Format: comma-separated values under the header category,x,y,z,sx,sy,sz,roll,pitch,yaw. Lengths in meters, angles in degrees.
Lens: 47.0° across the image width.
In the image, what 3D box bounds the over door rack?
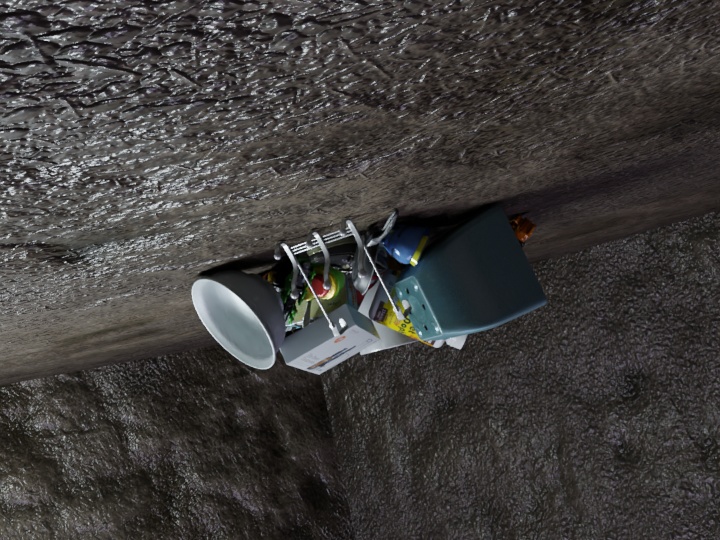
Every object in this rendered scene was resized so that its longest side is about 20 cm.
category,x,y,z,sx,sy,sz,roll,pitch,yaw
over door rack,-0.030,0.025,1.296,0.146,0.201,0.067,-16,-147,33

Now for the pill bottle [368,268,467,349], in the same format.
category,x,y,z,sx,sy,sz,roll,pitch,yaw
pill bottle,0.122,0.082,1.645,0.197,0.111,0.109,22,176,4

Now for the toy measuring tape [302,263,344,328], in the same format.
category,x,y,z,sx,sy,sz,roll,pitch,yaw
toy measuring tape,-0.068,0.049,1.528,0.072,0.203,0.074,6,-148,-4

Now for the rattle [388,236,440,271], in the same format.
category,x,y,z,sx,sy,sz,roll,pitch,yaw
rattle,0.138,-0.056,1.686,0.199,0.143,0.131,-37,-166,36

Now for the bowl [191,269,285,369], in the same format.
category,x,y,z,sx,sy,sz,roll,pitch,yaw
bowl,-0.200,0.070,1.474,0.090,0.202,0.200,-45,-166,-33

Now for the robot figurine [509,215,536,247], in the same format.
category,x,y,z,sx,sy,sz,roll,pitch,yaw
robot figurine,0.294,-0.050,1.772,0.146,0.058,0.200,-53,-172,-18

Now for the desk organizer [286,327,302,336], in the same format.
category,x,y,z,sx,sy,sz,roll,pitch,yaw
desk organizer,-0.144,0.105,1.753,0.076,0.073,0.201,2,-149,-28

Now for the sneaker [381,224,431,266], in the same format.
category,x,y,z,sx,sy,sz,roll,pitch,yaw
sneaker,0.078,-0.057,1.447,0.077,0.067,0.200,25,-170,3

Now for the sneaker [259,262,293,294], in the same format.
category,x,y,z,sx,sy,sz,roll,pitch,yaw
sneaker,-0.167,0.023,1.590,0.197,0.071,0.090,-16,159,23

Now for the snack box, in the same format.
category,x,y,z,sx,sy,sz,roll,pitch,yaw
snack box,-0.100,0.044,1.625,0.197,0.118,0.037,-16,160,29

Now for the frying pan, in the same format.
category,x,y,z,sx,sy,sz,roll,pitch,yaw
frying pan,0.017,-0.025,1.330,0.030,0.117,0.190,12,168,-9

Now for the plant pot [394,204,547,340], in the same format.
category,x,y,z,sx,sy,sz,roll,pitch,yaw
plant pot,0.179,0.026,1.507,0.198,0.198,0.196,-26,179,-20

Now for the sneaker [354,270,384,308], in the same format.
category,x,y,z,sx,sy,sz,roll,pitch,yaw
sneaker,0.000,0.000,1.684,0.070,0.113,0.201,28,-160,-12

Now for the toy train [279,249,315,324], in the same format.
category,x,y,z,sx,sy,sz,roll,pitch,yaw
toy train,-0.120,0.031,1.491,0.041,0.057,0.201,9,144,-15

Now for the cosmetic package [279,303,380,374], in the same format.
category,x,y,z,sx,sy,sz,roll,pitch,yaw
cosmetic package,-0.055,0.134,1.579,0.149,0.052,0.200,-32,162,7

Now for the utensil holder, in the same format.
category,x,y,z,sx,sy,sz,roll,pitch,yaw
utensil holder,0.051,0.072,1.851,0.167,0.204,0.170,-13,174,-1

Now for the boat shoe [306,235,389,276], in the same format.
category,x,y,z,sx,sy,sz,roll,pitch,yaw
boat shoe,-0.012,-0.023,1.450,0.071,0.067,0.199,-17,173,38
